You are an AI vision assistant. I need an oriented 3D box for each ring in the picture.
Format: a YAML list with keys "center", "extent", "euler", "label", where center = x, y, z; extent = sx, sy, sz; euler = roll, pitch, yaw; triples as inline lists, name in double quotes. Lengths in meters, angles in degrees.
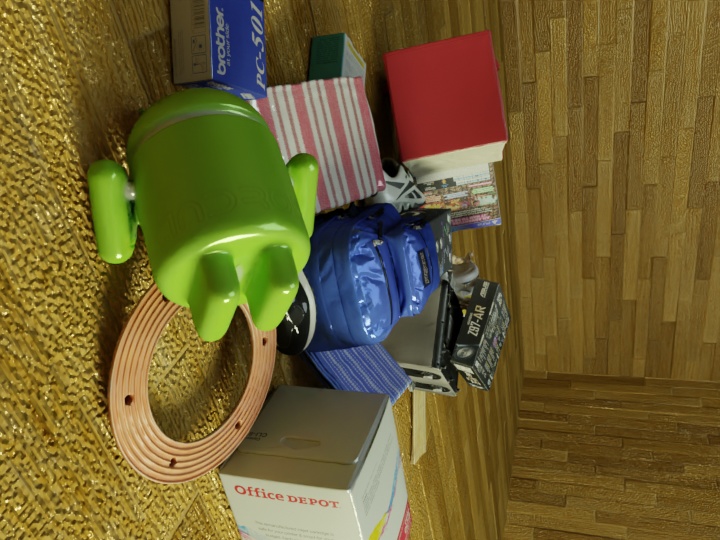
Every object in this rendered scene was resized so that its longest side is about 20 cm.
- center: [-0.140, 0.083, 0.541]
  extent: [0.200, 0.019, 0.201]
  euler: [-22, 115, -58]
  label: "ring"

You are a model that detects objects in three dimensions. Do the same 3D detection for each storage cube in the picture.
- center: [0.144, -0.272, 1.052]
  extent: [0.171, 0.199, 0.181]
  euler: [0, 80, -80]
  label: "storage cube"

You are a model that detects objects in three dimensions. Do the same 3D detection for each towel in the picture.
- center: [-0.002, 0.124, 0.831]
  extent: [0.145, 0.024, 0.200]
  euler: [50, 21, 6]
  label: "towel"
- center: [-0.049, -0.144, 0.719]
  extent: [0.200, 0.030, 0.147]
  euler: [-25, 106, -45]
  label: "towel"

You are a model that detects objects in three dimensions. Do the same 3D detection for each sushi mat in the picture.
- center: [0.123, 0.294, 1.301]
  extent: [0.096, 0.012, 0.201]
  euler: [2, 88, -68]
  label: "sushi mat"

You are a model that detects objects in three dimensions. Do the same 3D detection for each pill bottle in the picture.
- center: [0.221, 0.086, 1.425]
  extent: [0.111, 0.111, 0.201]
  euler: [-50, 137, -60]
  label: "pill bottle"

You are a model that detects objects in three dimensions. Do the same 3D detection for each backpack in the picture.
- center: [0.000, 0.000, 0.751]
  extent: [0.200, 0.167, 0.163]
  euler: [-34, 109, -64]
  label: "backpack"

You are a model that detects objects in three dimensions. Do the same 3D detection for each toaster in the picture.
- center: [0.122, 0.116, 1.146]
  extent: [0.181, 0.118, 0.201]
  euler: [55, 41, -59]
  label: "toaster"

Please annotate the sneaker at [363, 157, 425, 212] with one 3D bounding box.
- center: [0.062, -0.146, 1.042]
  extent: [0.200, 0.074, 0.089]
  euler: [-29, 119, -67]
  label: "sneaker"

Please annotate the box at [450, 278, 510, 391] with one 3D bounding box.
- center: [0.229, 0.125, 1.157]
  extent: [0.161, 0.043, 0.200]
  euler: [-70, 155, -15]
  label: "box"

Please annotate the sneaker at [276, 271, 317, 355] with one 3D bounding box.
- center: [-0.103, 0.003, 0.630]
  extent: [0.090, 0.070, 0.201]
  euler: [-27, 118, -48]
  label: "sneaker"

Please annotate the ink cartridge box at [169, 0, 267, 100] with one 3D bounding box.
- center: [-0.129, -0.265, 0.565]
  extent: [0.094, 0.044, 0.201]
  euler: [-14, 103, -67]
  label: "ink cartridge box"

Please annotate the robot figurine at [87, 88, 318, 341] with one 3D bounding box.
- center: [-0.108, -0.052, 0.469]
  extent: [0.201, 0.175, 0.116]
  euler: [68, -29, 24]
  label: "robot figurine"

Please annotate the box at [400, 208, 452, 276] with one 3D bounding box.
- center: [0.070, -0.037, 0.995]
  extent: [0.200, 0.122, 0.107]
  euler: [-34, 123, -66]
  label: "box"

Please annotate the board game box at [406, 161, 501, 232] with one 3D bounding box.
- center: [0.187, -0.180, 1.237]
  extent: [0.200, 0.159, 0.097]
  euler: [69, 17, -46]
  label: "board game box"

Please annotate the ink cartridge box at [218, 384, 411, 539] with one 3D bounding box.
- center: [-0.038, 0.249, 0.677]
  extent: [0.145, 0.145, 0.201]
  euler: [-57, 143, -55]
  label: "ink cartridge box"

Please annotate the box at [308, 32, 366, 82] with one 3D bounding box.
- center: [-0.035, -0.198, 0.815]
  extent: [0.082, 0.049, 0.201]
  euler: [31, 61, -66]
  label: "box"

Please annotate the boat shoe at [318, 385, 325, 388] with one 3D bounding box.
- center: [-0.013, 0.239, 0.859]
  extent: [0.075, 0.064, 0.203]
  euler: [-64, 147, -50]
  label: "boat shoe"

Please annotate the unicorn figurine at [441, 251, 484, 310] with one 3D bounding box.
- center: [0.163, -0.003, 1.210]
  extent: [0.074, 0.137, 0.201]
  euler: [-23, 103, -44]
  label: "unicorn figurine"
